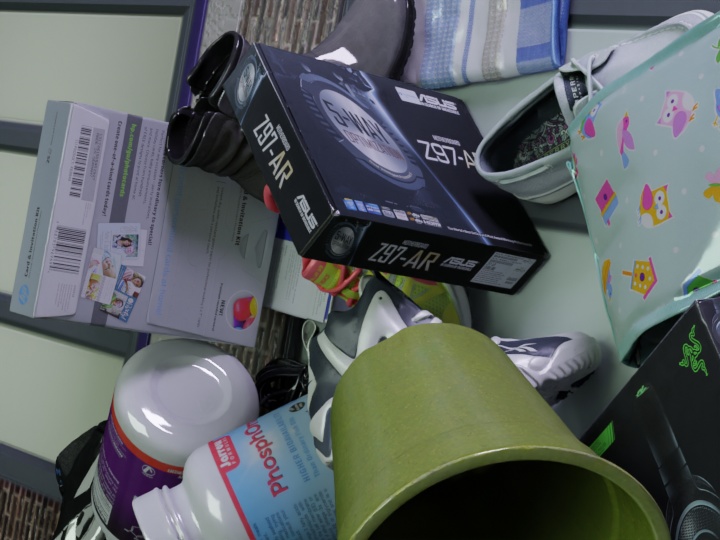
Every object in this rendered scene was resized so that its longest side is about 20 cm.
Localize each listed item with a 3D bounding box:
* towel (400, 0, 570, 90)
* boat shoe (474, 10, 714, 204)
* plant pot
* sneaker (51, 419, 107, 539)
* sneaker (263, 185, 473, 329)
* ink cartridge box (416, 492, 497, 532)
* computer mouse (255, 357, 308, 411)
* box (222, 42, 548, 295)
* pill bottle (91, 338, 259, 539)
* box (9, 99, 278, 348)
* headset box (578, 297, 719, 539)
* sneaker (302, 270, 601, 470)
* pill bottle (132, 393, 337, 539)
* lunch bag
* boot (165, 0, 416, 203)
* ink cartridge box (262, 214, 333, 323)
[{"bbox_3d":[0.078,-0.209,1.398,0.199,0.024,0.148,-1,83,49],"label":"towel"},{"bbox_3d":[0.154,-0.106,1.250,0.200,0.071,0.071,-36,57,40],"label":"boat shoe"},{"bbox_3d":[0.057,0.130,1.120,0.201,0.199,0.190,-60,26,22],"label":"plant pot"},{"bbox_3d":[-0.240,0.225,1.649,0.201,0.073,0.112,-59,39,3],"label":"sneaker"},{"bbox_3d":[0.000,0.000,1.356,0.201,0.090,0.078,54,141,7],"label":"sneaker"},{"bbox_3d":[0.115,0.185,1.207,0.199,0.039,0.100,-16,61,1],"label":"ink cartridge box"},{"bbox_3d":[-0.039,0.162,1.447,0.138,0.053,0.202,-13,61,50],"label":"computer mouse"},{"bbox_3d":[0.018,-0.067,1.304,0.044,0.199,0.161,-49,48,31],"label":"box"},{"bbox_3d":[-0.150,0.152,1.499,0.201,0.112,0.113,110,145,-48],"label":"pill bottle"},{"bbox_3d":[-0.152,-0.031,1.414,0.041,0.199,0.157,12,92,51],"label":"box"},{"bbox_3d":[0.219,0.127,1.067,0.174,0.092,0.201,120,138,-54],"label":"headset box"},{"bbox_3d":[0.051,0.044,1.271,0.198,0.079,0.130,-21,72,9],"label":"sneaker"},{"bbox_3d":[-0.053,0.155,1.338,0.199,0.109,0.109,-26,53,-6],"label":"pill bottle"},{"bbox_3d":[0.217,-0.049,1.129,0.199,0.121,0.172,-28,63,37],"label":"lunch bag"},{"bbox_3d":[-0.049,-0.145,1.396,0.070,0.131,0.201,25,88,52],"label":"boot"},{"bbox_3d":[-0.063,-0.021,1.503,0.199,0.039,0.100,17,95,51],"label":"ink cartridge box"}]
